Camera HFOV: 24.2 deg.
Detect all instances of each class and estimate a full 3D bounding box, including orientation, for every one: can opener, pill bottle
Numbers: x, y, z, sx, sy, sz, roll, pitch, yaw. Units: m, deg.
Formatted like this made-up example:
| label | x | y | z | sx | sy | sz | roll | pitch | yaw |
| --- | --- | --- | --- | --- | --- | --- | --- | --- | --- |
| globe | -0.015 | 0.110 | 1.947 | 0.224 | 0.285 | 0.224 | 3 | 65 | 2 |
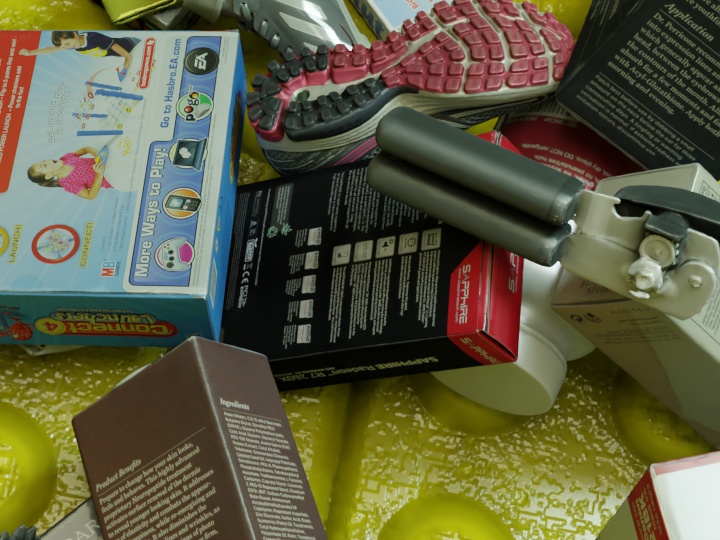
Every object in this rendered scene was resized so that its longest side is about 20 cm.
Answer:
| label | x | y | z | sx | sy | sz | roll | pitch | yaw |
| --- | --- | --- | --- | --- | --- | --- | --- | --- | --- |
| can opener | 0.100 | -0.033 | 0.884 | 0.200 | 0.053 | 0.066 | 22 | 35 | 13 |
| pill bottle | 0.112 | -0.019 | 1.019 | 0.113 | 0.113 | 0.200 | 24 | 67 | 4 |

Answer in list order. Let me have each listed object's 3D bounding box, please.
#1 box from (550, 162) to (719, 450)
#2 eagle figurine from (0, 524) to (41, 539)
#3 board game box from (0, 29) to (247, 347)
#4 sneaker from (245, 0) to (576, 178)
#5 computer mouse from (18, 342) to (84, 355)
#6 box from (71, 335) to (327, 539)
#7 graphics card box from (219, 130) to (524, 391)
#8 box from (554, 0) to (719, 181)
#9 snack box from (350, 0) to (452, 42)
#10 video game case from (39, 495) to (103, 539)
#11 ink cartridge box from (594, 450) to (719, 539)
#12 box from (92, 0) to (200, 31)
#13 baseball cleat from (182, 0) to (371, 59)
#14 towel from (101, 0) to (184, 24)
| label | x | y | z | sx | sy | sz | roll | pitch | yaw |
| --- | --- | --- | --- | --- | --- | --- | --- | --- | --- |
| box | 0.212 | 0.034 | 0.972 | 0.200 | 0.078 | 0.095 | 40 | 62 | -29 |
| eagle figurine | -0.186 | 0.247 | 0.846 | 0.200 | 0.152 | 0.151 | -43 | 57 | -16 |
| board game box | -0.174 | -0.052 | 0.994 | 0.195 | 0.056 | 0.200 | 1 | 55 | 4 |
| sneaker | 0.034 | -0.107 | 1.010 | 0.200 | 0.075 | 0.081 | -12 | 53 | 6 |
| computer mouse | -0.177 | 0.022 | 1.004 | 0.200 | 0.044 | 0.110 | -25 | 57 | -14 |
| box | -0.078 | 0.148 | 0.904 | 0.100 | 0.075 | 0.200 | -33 | 63 | 25 |
| graphics card box | 0.000 | 0.000 | 0.972 | 0.200 | 0.051 | 0.126 | -10 | 62 | 31 |
| box | 0.220 | -0.164 | 0.938 | 0.107 | 0.200 | 0.149 | 36 | 41 | -9 |
| snack box | 0.028 | -0.197 | 1.133 | 0.072 | 0.024 | 0.200 | -30 | 73 | -18 |
| video game case | -0.130 | 0.235 | 0.933 | 0.143 | 0.019 | 0.200 | -38 | 75 | -20 |
| ink cartridge box | 0.208 | 0.162 | 0.907 | 0.144 | 0.200 | 0.084 | -10 | 65 | -11 |
| box | -0.166 | -0.254 | 1.127 | 0.200 | 0.040 | 0.137 | 36 | 68 | 9 |
| baseball cleat | -0.053 | -0.157 | 1.060 | 0.106 | 0.070 | 0.200 | -21 | 97 | -10 |
| towel | -0.160 | -0.255 | 1.099 | 0.086 | 0.018 | 0.200 | -22 | 73 | -10 |
